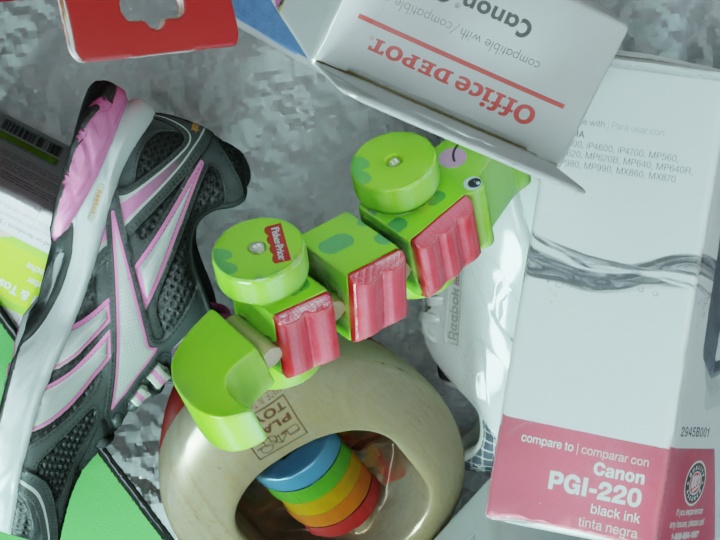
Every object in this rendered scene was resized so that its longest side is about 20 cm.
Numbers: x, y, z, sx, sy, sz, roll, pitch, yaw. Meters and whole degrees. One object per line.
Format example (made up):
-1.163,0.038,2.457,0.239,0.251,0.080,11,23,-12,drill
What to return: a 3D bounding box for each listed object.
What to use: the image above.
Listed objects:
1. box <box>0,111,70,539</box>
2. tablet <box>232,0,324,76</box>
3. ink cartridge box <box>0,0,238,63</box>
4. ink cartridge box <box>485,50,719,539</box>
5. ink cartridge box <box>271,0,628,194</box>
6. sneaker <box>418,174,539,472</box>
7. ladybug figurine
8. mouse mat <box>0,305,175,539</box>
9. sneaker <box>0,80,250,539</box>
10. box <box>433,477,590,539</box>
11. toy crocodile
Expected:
-0.168,0.047,1.157,0.112,0.101,0.201,27,107,-7,box
0.027,-0.175,1.109,0.130,0.014,0.201,28,103,-22,tablet
-0.130,-0.177,1.038,0.067,0.116,0.201,-16,88,35,ink cartridge box
0.132,0.013,1.085,0.084,0.145,0.201,8,91,28,ink cartridge box
0.032,-0.108,1.019,0.116,0.200,0.068,21,106,-20,ink cartridge box
0.060,0.002,1.156,0.080,0.076,0.201,-9,107,14,sneaker
-0.027,0.080,1.147,0.135,0.072,0.200,-29,143,1,ladybug figurine
-0.177,0.122,1.124,0.161,0.008,0.200,-32,105,11,mouse mat
-0.100,0.028,1.053,0.086,0.080,0.201,16,104,-7,sneaker
0.082,0.247,1.156,0.199,0.172,0.200,33,119,-16,box
0.000,0.000,1.047,0.200,0.062,0.068,-34,138,-26,toy crocodile
